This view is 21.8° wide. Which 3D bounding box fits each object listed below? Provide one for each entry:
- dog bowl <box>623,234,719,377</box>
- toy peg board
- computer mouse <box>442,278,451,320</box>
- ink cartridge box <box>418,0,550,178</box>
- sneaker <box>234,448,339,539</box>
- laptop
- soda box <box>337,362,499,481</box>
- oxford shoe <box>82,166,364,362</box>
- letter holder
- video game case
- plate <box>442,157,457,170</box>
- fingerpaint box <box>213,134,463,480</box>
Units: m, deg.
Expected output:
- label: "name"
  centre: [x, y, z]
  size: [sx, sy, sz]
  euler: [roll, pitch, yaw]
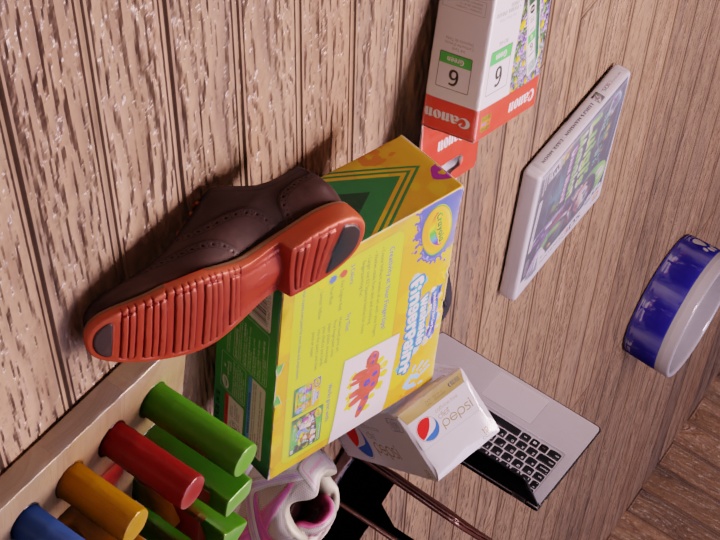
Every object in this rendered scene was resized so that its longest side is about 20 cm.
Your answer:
- label: "dog bowl"
  centre: [0.469, 0.051, 2.739]
  size: [0.200, 0.078, 0.201]
  euler: [-51, 161, -26]
- label: "toy peg board"
  centre: [-0.157, 0.179, 1.231]
  size: [0.199, 0.097, 0.201]
  euler: [-45, 157, -38]
- label: "computer mouse"
  centre: [0.063, -0.004, 1.637]
  size: [0.059, 0.034, 0.201]
  euler: [-51, 160, -21]
- label: "ink cartridge box"
  centre: [0.096, -0.149, 1.420]
  size: [0.109, 0.050, 0.202]
  euler: [-34, 138, -53]
- label: "sneaker"
  centre: [-0.066, 0.199, 1.519]
  size: [0.081, 0.088, 0.201]
  euler: [-48, 159, -32]
- label: "laptop"
  centre: [0.109, 0.120, 1.704]
  size: [0.200, 0.186, 0.117]
  euler: [-43, 156, -41]
- label: "soda box"
  centre: [0.032, 0.115, 1.505]
  size: [0.068, 0.064, 0.200]
  euler: [-36, -167, -17]
- label: "oxford shoe"
  centre: [-0.096, -0.005, 1.169]
  size: [0.199, 0.073, 0.071]
  euler: [-25, 149, -30]
- label: "letter holder"
  centre: [0.040, 0.260, 1.810]
  size: [0.101, 0.141, 0.200]
  euler: [-58, 162, -4]
- label: "video game case"
  centre: [0.210, -0.088, 1.917]
  size: [0.182, 0.023, 0.201]
  euler: [-49, 159, -32]
- label: "plate"
  centre: [0.000, 0.000, 1.477]
  size: [0.199, 0.032, 0.201]
  euler: [-31, 146, -57]
- label: "fingerpaint box"
  centre: [-0.020, 0.026, 1.329]
  size: [0.166, 0.073, 0.201]
  euler: [-29, 144, -31]
